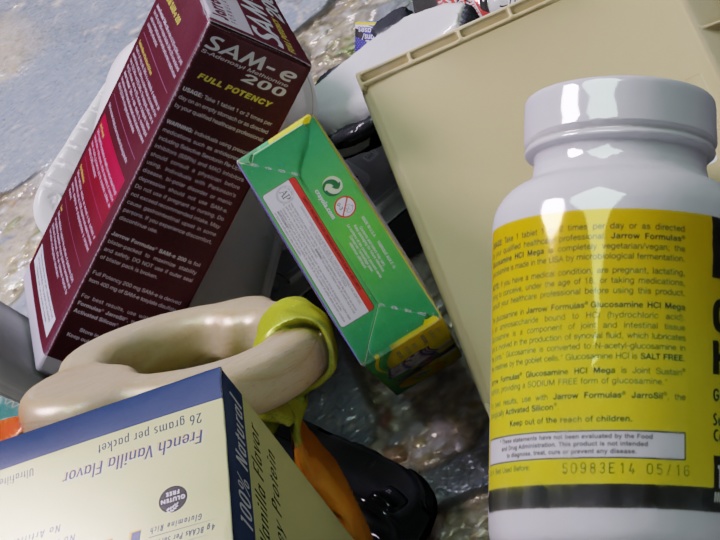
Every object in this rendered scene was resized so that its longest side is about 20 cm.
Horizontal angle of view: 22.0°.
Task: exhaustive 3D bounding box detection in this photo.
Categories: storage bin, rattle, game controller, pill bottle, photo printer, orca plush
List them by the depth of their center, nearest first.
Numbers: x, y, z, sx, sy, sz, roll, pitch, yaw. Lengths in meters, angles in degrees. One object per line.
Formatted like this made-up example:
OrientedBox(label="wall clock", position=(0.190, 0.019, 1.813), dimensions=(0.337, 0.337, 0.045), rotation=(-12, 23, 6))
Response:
OrientedBox(label="pill bottle", position=(0.112, 0.024, 0.800), dimensions=(0.112, 0.112, 0.201), rotation=(-4, 78, 28))
OrientedBox(label="rattle", position=(-0.103, 0.092, 0.854), dimensions=(0.200, 0.143, 0.130), rotation=(-22, 35, -30))
OrientedBox(label="storage bin", position=(0.124, -0.038, 0.928), dimensions=(0.198, 0.094, 0.200), rotation=(-23, 68, 7))
OrientedBox(label="game controller", position=(-0.052, 0.125, 0.980), dimensions=(0.200, 0.042, 0.105), rotation=(20, 75, 43))
OrientedBox(label="photo printer", position=(-0.102, -0.046, 1.067), dimensions=(0.166, 0.069, 0.201), rotation=(16, 92, 55))
OrientedBox(label="orca plush", position=(0.008, -0.078, 1.067), dimensions=(0.200, 0.071, 0.105), rotation=(-38, 27, 23))

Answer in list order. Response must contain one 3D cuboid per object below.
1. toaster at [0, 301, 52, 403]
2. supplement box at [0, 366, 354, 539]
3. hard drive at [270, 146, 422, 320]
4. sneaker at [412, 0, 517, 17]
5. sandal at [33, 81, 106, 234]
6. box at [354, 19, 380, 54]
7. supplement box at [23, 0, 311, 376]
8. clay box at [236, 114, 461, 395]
OrientedBox(label="toaster", position=(-0.200, 0.084, 0.933), dimensions=(0.114, 0.129, 0.200), rotation=(-50, 43, 10))
OrientedBox(label="supplement box", position=(-0.071, 0.189, 0.773), dimensions=(0.134, 0.200, 0.200), rotation=(-19, 48, 12))
OrientedBox(label="hard drive", position=(-0.047, -0.044, 1.145), dimensions=(0.140, 0.038, 0.200), rotation=(-40, 42, -11))
OrientedBox(label="sneaker", position=(0.124, -0.228, 1.212), dimensions=(0.108, 0.067, 0.202), rotation=(10, 57, 37))
OrientedBox(label="sandal", position=(-0.146, -0.096, 1.245), dimensions=(0.203, 0.082, 0.050), rotation=(-46, -1, -16))
OrientedBox(label="box", position=(0.094, -0.113, 1.089), dimensions=(0.200, 0.065, 0.070), rotation=(9, 14, 36))
OrientedBox(label="supplement box", position=(-0.103, -0.047, 0.943), dimensions=(0.200, 0.061, 0.109), rotation=(-62, 24, 18))
OrientedBox(label="clay box", position=(0.000, 0.000, 0.933), dimensions=(0.048, 0.200, 0.115), rotation=(-32, 79, 0))
